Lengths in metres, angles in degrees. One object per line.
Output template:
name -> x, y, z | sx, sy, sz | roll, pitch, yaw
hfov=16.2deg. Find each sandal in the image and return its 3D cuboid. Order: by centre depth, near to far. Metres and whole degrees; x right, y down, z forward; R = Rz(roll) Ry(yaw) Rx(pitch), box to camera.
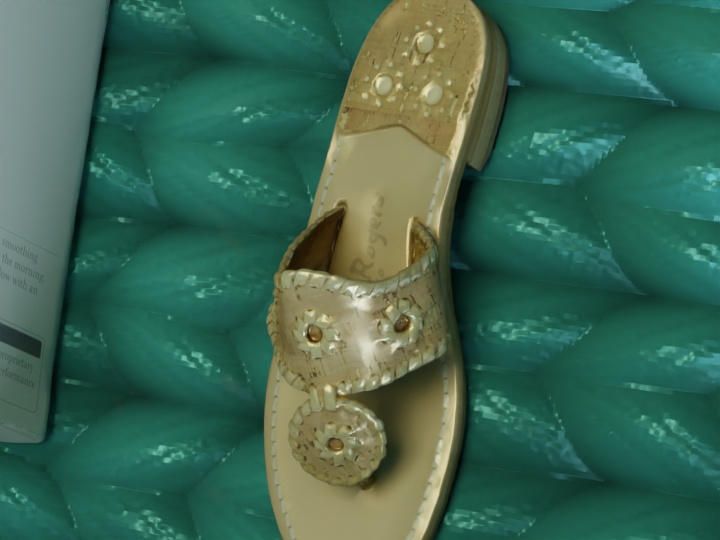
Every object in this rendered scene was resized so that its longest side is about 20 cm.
sandal -> -0.005, 0.000, 0.843 | 0.077, 0.070, 0.213 | 5, 77, 31

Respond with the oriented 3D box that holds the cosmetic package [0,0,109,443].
cosmetic package -> -0.215, -0.047, 0.948 | 0.199, 0.123, 0.201 | -2, 72, 29
